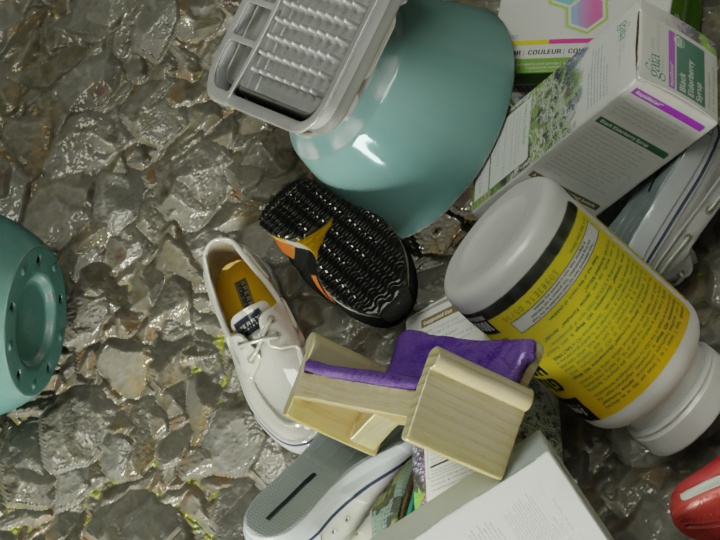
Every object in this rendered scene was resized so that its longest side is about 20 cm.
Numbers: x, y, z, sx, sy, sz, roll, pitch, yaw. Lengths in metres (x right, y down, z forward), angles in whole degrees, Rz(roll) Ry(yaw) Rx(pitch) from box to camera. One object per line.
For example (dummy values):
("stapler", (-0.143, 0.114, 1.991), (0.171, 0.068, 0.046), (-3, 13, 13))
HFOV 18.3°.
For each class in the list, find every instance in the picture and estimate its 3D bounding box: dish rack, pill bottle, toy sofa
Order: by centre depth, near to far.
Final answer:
("toy sofa", (0.034, 0.076, 1.527), (0.200, 0.082, 0.098), (4, 71, 63))
("pill bottle", (0.164, 0.037, 1.565), (0.112, 0.200, 0.113), (-45, 16, 17))
("dish rack", (-0.032, -0.188, 1.711), (0.200, 0.043, 0.173), (27, 90, 59))

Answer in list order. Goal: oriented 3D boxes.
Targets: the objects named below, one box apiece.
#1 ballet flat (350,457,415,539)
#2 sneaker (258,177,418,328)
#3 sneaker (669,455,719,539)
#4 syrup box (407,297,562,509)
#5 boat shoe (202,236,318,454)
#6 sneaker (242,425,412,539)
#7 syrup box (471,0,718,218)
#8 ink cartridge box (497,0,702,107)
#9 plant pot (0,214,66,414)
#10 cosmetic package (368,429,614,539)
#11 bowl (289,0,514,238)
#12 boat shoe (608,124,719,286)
("ballet flat", (0.022, 0.232, 1.623), (0.071, 0.069, 0.202), (-11, 64, 26))
("sneaker", (0.000, 0.000, 1.717), (0.070, 0.090, 0.200), (-44, 38, -5))
("sneaker", (0.298, 0.108, 1.557), (0.198, 0.079, 0.116), (-20, 48, 1))
("syrup box", (0.091, 0.121, 1.614), (0.081, 0.078, 0.202), (-28, 53, 37))
("boat shoe", (-0.077, 0.054, 1.757), (0.071, 0.070, 0.201), (-29, 55, 9))
("sneaker", (-0.007, 0.156, 1.675), (0.200, 0.071, 0.073), (-37, 47, -22))
("syrup box", (0.172, -0.103, 1.650), (0.200, 0.081, 0.079), (-39, 34, 43))
("ink cartridge box", (0.193, -0.228, 1.769), (0.147, 0.076, 0.202), (0, 66, 26))
("plant pot", (-0.336, 0.036, 1.825), (0.159, 0.201, 0.202), (5, 66, 15))
("cosmetic package", (0.114, 0.232, 1.506), (0.150, 0.201, 0.052), (-33, 13, 5))
("bowl", (0.016, -0.136, 1.743), (0.200, 0.105, 0.202), (-36, 40, 38))
("boat shoe", (0.220, -0.017, 1.648), (0.201, 0.066, 0.074), (-58, 17, 16))
